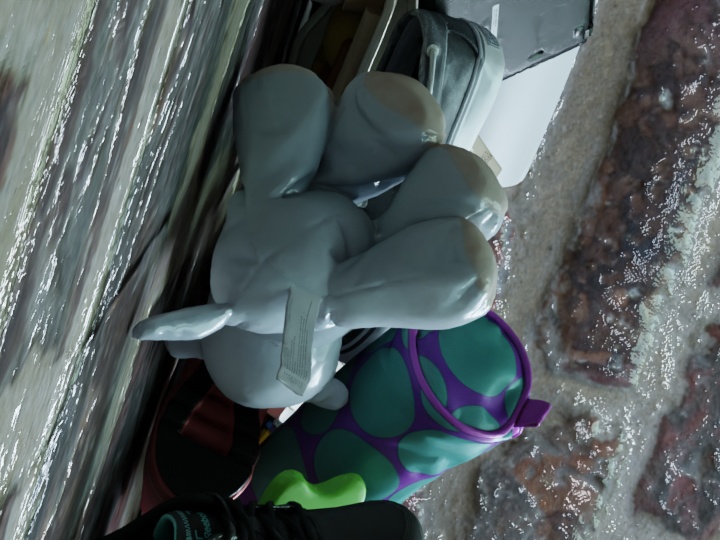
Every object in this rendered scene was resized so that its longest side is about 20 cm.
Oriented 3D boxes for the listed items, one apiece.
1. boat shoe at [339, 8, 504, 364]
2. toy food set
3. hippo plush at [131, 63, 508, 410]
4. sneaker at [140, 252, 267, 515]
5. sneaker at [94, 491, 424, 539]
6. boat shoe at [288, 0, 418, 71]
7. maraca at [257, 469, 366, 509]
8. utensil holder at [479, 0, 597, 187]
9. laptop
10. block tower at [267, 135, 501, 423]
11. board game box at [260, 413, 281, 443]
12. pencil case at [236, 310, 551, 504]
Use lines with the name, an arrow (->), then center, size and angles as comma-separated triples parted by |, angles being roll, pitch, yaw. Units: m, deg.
boat shoe -> 0.011, -0.046, 1.531 | 0.072, 0.068, 0.201 | 36, -73, 46
toy food set -> -0.022, -0.129, 1.534 | 0.144, 0.060, 0.201 | -75, -172, -56
hippo plush -> -0.015, 0.013, 1.431 | 0.161, 0.158, 0.201 | 104, 5, -59
sneaker -> -0.081, 0.058, 1.581 | 0.087, 0.073, 0.201 | -49, -166, 56
sneaker -> -0.059, 0.149, 1.395 | 0.075, 0.199, 0.080 | -127, -153, -45
boat shoe -> 0.007, -0.159, 1.649 | 0.063, 0.072, 0.201 | -56, 160, -69
maraca -> -0.070, 0.180, 1.499 | 0.137, 0.199, 0.107 | 50, 7, -45
utensil holder -> 0.073, -0.181, 1.929 | 0.170, 0.169, 0.201 | -64, 176, -70
laptop -> 0.086, -0.215, 1.599 | 0.199, 0.103, 0.178 | -25, 137, -27
block tower -> 0.000, 0.000, 1.645 | 0.200, 0.054, 0.058 | -54, 150, -6
board game box -> -0.006, 0.056, 1.765 | 0.166, 0.057, 0.200 | -53, -174, -4
pencil case -> 0.010, 0.097, 1.534 | 0.200, 0.092, 0.085 | -44, -174, 44
